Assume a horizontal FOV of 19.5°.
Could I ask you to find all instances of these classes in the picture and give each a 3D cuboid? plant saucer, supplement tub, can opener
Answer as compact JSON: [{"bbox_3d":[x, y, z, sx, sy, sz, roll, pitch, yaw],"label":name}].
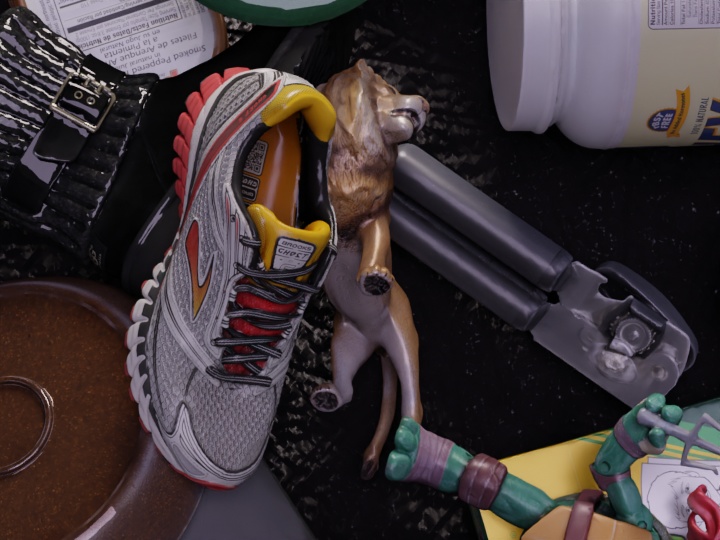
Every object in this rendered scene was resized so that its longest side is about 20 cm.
[{"bbox_3d":[-0.171,0.083,1.023,0.198,0.035,0.202,-5,59,9],"label":"plant saucer"},{"bbox_3d":[0.173,-0.139,1.115,0.198,0.145,0.146,-2,83,-5],"label":"supplement tub"},{"bbox_3d":[0.095,0.000,1.145,0.199,0.067,0.054,36,114,7],"label":"can opener"}]

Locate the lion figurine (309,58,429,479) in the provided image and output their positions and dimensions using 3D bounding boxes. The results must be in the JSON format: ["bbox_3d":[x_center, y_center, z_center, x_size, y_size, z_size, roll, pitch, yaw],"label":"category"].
[{"bbox_3d":[0.000,0.000,1.097,0.072,0.201,0.123,0,40,2],"label":"lion figurine"}]

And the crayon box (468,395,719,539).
[{"bbox_3d":[0.163,0.180,1.117,0.171,0.058,0.202,-15,84,-7],"label":"crayon box"}]

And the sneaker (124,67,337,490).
[{"bbox_3d":[-0.057,0.002,0.982,0.077,0.082,0.202,7,88,-33],"label":"sneaker"}]

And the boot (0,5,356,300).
[{"bbox_3d":[-0.113,-0.094,1.083,0.157,0.080,0.212,30,63,16],"label":"boot"}]

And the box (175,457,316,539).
[{"bbox_3d":[-0.067,0.208,1.061,0.148,0.124,0.201,-32,86,-9],"label":"box"}]

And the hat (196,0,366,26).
[{"bbox_3d":[-0.021,-0.226,1.125,0.166,0.176,0.200,43,97,0],"label":"hat"}]

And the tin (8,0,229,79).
[{"bbox_3d":[-0.141,-0.165,1.146,0.111,0.042,0.202,-19,85,-3],"label":"tin"}]

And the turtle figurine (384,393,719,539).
[{"bbox_3d":[0.107,0.140,1.041,0.198,0.101,0.151,9,67,14],"label":"turtle figurine"}]
